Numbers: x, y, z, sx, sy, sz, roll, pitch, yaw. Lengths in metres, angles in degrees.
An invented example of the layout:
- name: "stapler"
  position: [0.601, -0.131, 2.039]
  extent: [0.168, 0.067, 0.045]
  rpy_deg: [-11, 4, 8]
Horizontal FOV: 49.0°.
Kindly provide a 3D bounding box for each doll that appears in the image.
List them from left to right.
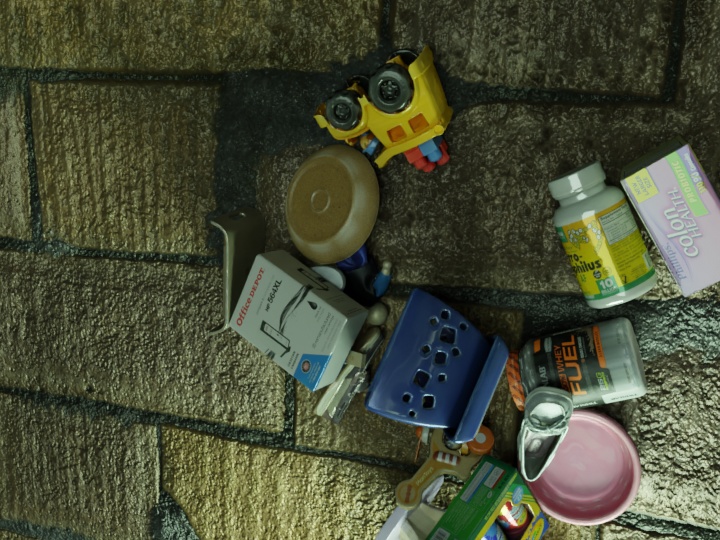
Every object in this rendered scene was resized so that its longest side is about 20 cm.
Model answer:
- name: "doll"
  position: [0.000, 0.000, 1.364]
  extent: [0.135, 0.048, 0.203]
  rpy_deg: [-15, 98, 35]

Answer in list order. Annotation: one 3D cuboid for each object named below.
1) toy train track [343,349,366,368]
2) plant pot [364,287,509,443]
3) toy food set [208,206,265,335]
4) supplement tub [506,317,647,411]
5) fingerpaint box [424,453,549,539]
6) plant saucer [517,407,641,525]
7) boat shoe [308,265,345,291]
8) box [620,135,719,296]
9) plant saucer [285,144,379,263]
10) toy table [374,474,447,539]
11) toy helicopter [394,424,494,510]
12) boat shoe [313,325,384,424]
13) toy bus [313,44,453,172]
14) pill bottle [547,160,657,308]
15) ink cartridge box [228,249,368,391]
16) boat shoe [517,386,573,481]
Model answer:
- name: "toy train track"
  position: [-0.054, 0.140, 1.391]
  extent: [0.198, 0.032, 0.117]
  rpy_deg: [9, 91, 48]
- name: "plant pot"
  position: [0.122, 0.159, 1.259]
  extent: [0.177, 0.200, 0.203]
  rpy_deg: [24, 84, 4]
- name: "toy food set"
  position: [-0.226, -0.002, 1.397]
  extent: [0.059, 0.143, 0.204]
  rpy_deg: [7, 105, 18]
- name: "supplement tub"
  position: [0.337, 0.154, 1.241]
  extent: [0.197, 0.122, 0.125]
  rpy_deg: [-17, 97, 22]
- name: "fingerpaint box"
  position: [0.204, 0.435, 1.284]
  extent: [0.073, 0.200, 0.168]
  rpy_deg: [15, 145, 49]
- name: "plant saucer"
  position: [0.361, 0.317, 1.309]
  extent: [0.197, 0.051, 0.205]
  rpy_deg: [5, 104, 20]
- name: "boat shoe"
  position: [-0.102, 0.041, 1.399]
  extent: [0.198, 0.056, 0.070]
  rpy_deg: [-23, 86, 29]
- name: "box"
  position: [0.449, -0.084, 1.104]
  extent: [0.096, 0.200, 0.178]
  rpy_deg: [-29, 91, 23]
- name: "plant saucer"
  position: [-0.060, -0.115, 1.328]
  extent: [0.197, 0.035, 0.204]
  rpy_deg: [-4, 82, 34]
- name: "toy table"
  position: [0.114, 0.460, 1.376]
  extent: [0.117, 0.183, 0.202]
  rpy_deg: [38, 114, 25]
- name: "toy helicopter"
  position: [0.126, 0.316, 1.339]
  extent: [0.132, 0.079, 0.200]
  rpy_deg: [39, 68, 24]
- name: "boat shoe"
  position: [-0.010, 0.189, 1.407]
  extent: [0.064, 0.072, 0.201]
  rpy_deg: [33, 106, -7]
- name: "toy bus"
  position: [0.053, -0.233, 1.263]
  extent: [0.197, 0.136, 0.194]
  rpy_deg: [-21, 111, 25]
- name: "pill bottle"
  position: [0.358, -0.056, 1.190]
  extent: [0.111, 0.113, 0.203]
  rpy_deg: [-22, 95, 23]
- name: "ink cartridge box"
  position: [-0.107, 0.080, 1.326]
  extent: [0.198, 0.084, 0.148]
  rpy_deg: [33, 110, 20]
- name: "boat shoe"
  position: [0.279, 0.248, 1.211]
  extent: [0.073, 0.066, 0.204]
  rpy_deg: [10, 139, 3]
